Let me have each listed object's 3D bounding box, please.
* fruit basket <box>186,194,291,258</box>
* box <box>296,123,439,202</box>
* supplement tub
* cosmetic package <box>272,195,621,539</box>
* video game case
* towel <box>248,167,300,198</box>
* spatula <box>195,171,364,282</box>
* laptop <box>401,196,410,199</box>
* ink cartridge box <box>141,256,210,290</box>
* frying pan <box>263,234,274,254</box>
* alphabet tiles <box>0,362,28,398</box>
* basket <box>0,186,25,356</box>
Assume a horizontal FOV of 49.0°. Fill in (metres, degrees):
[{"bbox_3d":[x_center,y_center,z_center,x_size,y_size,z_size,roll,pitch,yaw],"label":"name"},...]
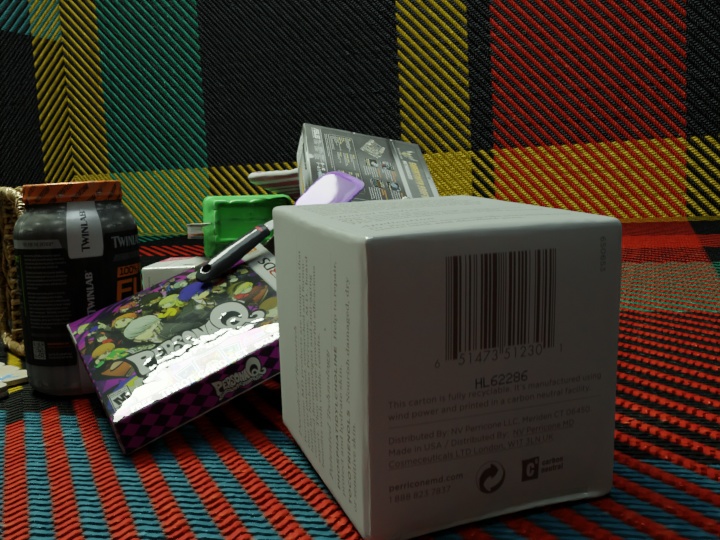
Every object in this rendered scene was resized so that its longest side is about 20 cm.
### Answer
[{"bbox_3d":[-0.169,-0.055,1.186,0.181,0.096,0.200,-2,-9,-13],"label":"fruit basket"},{"bbox_3d":[0.007,-0.100,0.921,0.155,0.049,0.202,9,31,-14],"label":"box"},{"bbox_3d":[-0.282,0.013,0.799,0.119,0.205,0.123,-3,7,0],"label":"supplement tub"},{"bbox_3d":[0.045,0.043,0.520,0.163,0.171,0.200,-5,11,-19],"label":"cosmetic package"},{"bbox_3d":[-0.139,0.053,0.683,0.197,0.036,0.181,-26,32,-20],"label":"video game case"},{"bbox_3d":[-0.043,-0.116,1.109,0.197,0.031,0.145,13,-8,-41],"label":"towel"},{"bbox_3d":[-0.080,-0.043,0.763,0.056,0.021,0.199,28,49,36],"label":"spatula"},{"bbox_3d":[0.027,0.023,0.726,0.186,0.202,0.116,31,-4,39],"label":"laptop"},{"bbox_3d":[-0.203,0.024,1.163,0.195,0.085,0.147,-3,6,3],"label":"ink cartridge box"},{"bbox_3d":[-0.127,-0.015,0.995,0.115,0.031,0.190,-47,4,6],"label":"frying pan"},{"bbox_3d":[-0.444,0.118,0.804,0.197,0.015,0.193,4,10,42],"label":"alphabet tiles"},{"bbox_3d":[-0.396,0.001,0.961,0.145,0.205,0.143,-1,8,-6],"label":"basket"}]
